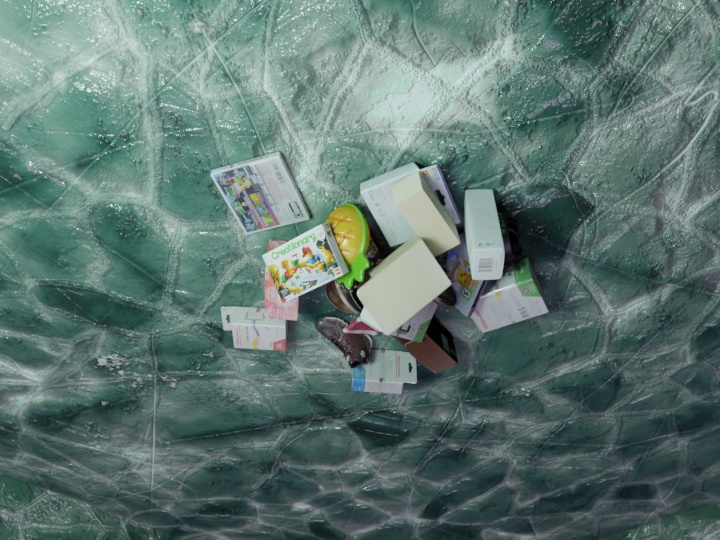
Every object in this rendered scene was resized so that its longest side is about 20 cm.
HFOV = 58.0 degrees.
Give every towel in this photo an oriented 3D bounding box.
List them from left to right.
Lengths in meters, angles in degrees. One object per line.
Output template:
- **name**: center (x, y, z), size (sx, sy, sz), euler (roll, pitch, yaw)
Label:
- **towel**: center (0.056, 0.130, 1.828), size (0.142, 0.023, 0.199), euler (8, 142, -47)

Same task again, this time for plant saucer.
- **plant saucer**: center (0.000, 0.044, 1.779), size (0.193, 0.035, 0.204), euler (0, 136, 0)

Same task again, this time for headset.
- **headset**: center (0.352, -0.058, 1.600), size (0.091, 0.126, 0.201), euler (-13, 142, 18)

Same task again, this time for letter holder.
- **letter holder**: center (0.172, 0.214, 1.878), size (0.140, 0.103, 0.200), euler (-27, 137, 21)

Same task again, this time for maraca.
- **maraca**: center (-0.030, -0.062, 1.559), size (0.105, 0.206, 0.136), euler (6, 155, -41)

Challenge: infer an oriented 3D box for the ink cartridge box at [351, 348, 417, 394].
- **ink cartridge box**: center (0.072, 0.310, 1.992), size (0.193, 0.118, 0.068), euler (5, 137, -3)

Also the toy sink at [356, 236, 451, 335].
- **toy sink**: center (0.094, 0.035, 1.537), size (0.199, 0.112, 0.131), euler (-39, 99, -2)

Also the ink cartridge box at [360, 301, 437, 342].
- **ink cartridge box**: center (0.107, 0.094, 1.696), size (0.198, 0.083, 0.150), euler (19, 96, -51)

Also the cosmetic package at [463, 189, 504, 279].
- **cosmetic package**: center (0.285, -0.086, 1.512), size (0.072, 0.204, 0.103), euler (-1, 139, 3)

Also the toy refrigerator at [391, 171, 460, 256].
- **toy refrigerator**: center (0.153, -0.130, 1.511), size (0.075, 0.071, 0.200), euler (-27, 133, 19)

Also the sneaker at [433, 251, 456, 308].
- **sneaker**: center (0.200, -0.001, 1.651), size (0.113, 0.076, 0.202), euler (-33, 93, 35)

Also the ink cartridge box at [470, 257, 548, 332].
- **ink cartridge box**: center (0.387, 0.070, 1.755), size (0.196, 0.089, 0.146), euler (-22, 131, 21)

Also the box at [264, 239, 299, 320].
- **box**: center (-0.203, 0.028, 1.718), size (0.092, 0.104, 0.203), euler (5, 136, -4)

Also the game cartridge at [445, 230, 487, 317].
- **game cartridge**: center (0.265, 0.007, 1.667), size (0.040, 0.133, 0.204), euler (-18, 140, -35)

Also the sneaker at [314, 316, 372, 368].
- **sneaker**: center (-0.047, 0.217, 1.899), size (0.196, 0.118, 0.076), euler (25, 133, -23)

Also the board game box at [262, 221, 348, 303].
- **board game box**: center (-0.133, -0.017, 1.551), size (0.197, 0.034, 0.129), euler (-25, 91, 31)

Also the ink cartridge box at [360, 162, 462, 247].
- **ink cartridge box**: center (0.123, -0.162, 1.555), size (0.195, 0.041, 0.201), euler (-17, 134, 17)

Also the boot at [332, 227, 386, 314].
- **boot**: center (0.000, 0.000, 1.664), size (0.148, 0.073, 0.204), euler (-26, 101, 13)

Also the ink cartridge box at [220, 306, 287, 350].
- **ink cartridge box**: center (-0.311, 0.170, 1.893), size (0.193, 0.069, 0.118), euler (4, 137, -2)

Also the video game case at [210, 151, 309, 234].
- **video game case**: center (-0.237, -0.181, 1.561), size (0.177, 0.023, 0.202), euler (-12, 136, 13)
